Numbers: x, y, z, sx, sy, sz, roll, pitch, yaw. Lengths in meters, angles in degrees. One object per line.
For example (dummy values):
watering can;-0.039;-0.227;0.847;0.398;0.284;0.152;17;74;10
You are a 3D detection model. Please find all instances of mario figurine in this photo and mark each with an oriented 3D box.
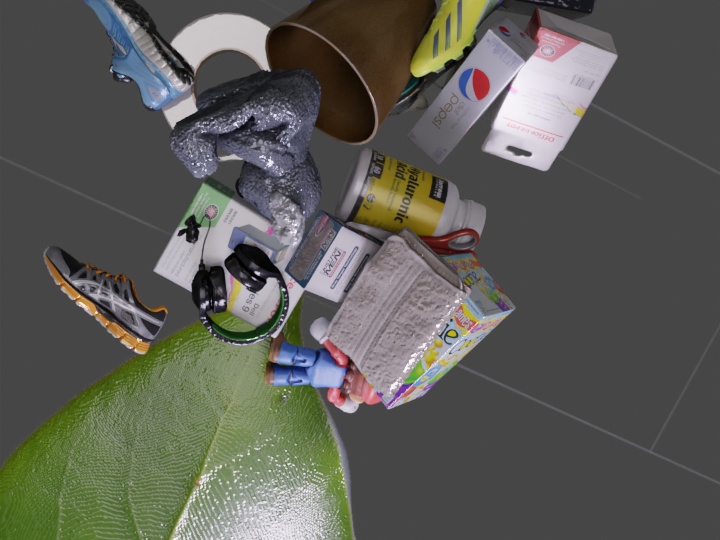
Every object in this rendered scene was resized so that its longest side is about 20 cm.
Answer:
mario figurine;-0.041;0.144;1.127;0.199;0.124;0.107;12;59;-7

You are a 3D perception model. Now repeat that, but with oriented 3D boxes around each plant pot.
plant pot;0.007;-0.303;0.992;0.186;0.186;0.200;46;67;-12

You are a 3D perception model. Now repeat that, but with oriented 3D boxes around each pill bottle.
pill bottle;0.072;-0.090;1.068;0.199;0.111;0.112;20;98;-10

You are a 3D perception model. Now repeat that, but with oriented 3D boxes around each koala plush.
koala plush;-0.110;-0.141;0.965;0.183;0.178;0.201;-14;118;15

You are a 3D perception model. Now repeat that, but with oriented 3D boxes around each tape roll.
tape roll;-0.182;-0.254;1.048;0.201;0.037;0.204;-1;100;-6

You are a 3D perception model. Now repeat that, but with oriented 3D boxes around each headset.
headset;-0.172;0.015;0.984;0.123;0.094;0.201;-29;114;-1

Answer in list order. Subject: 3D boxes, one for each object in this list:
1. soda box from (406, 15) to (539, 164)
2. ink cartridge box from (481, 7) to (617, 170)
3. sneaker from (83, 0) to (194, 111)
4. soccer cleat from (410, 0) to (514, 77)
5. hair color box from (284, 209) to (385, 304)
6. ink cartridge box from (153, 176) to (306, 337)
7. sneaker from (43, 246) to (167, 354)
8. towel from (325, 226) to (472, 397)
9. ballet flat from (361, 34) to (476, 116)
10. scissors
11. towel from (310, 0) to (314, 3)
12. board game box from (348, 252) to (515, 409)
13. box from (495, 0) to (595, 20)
soda box;0.149;-0.239;1.011;0.064;0.068;0.200;42;133;0
ink cartridge box;0.256;-0.248;1.054;0.116;0.068;0.201;17;131;-8
sneaker;-0.312;-0.296;0.990;0.090;0.078;0.200;-41;79;18
soccer cleat;0.124;-0.330;0.943;0.200;0.065;0.084;-47;115;-1
hair color box;0.000;0.000;1.052;0.199;0.060;0.100;25;100;-45
ink cartridge box;-0.170;-0.019;1.070;0.199;0.088;0.146;31;96;-13
sneaker;-0.365;0.030;1.071;0.200;0.078;0.077;44;81;-15
towel;0.045;0.055;0.975;0.132;0.034;0.201;43;116;23
ballet flat;0.089;-0.269;1.062;0.200;0.072;0.072;-43;102;4
scissors;0.071;-0.033;1.024;0.198;0.014;0.073;2;138;-14
towel;-0.038;-0.467;1.029;0.144;0.024;0.201;-30;102;0
board game box;0.095;0.082;1.028;0.200;0.105;0.103;-49;67;27
box;0.223;-0.434;1.021;0.198;0.104;0.149;9;100;-8
